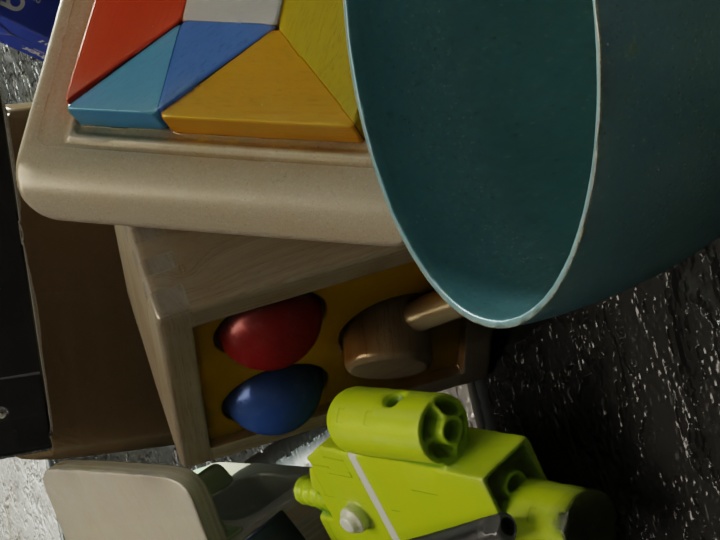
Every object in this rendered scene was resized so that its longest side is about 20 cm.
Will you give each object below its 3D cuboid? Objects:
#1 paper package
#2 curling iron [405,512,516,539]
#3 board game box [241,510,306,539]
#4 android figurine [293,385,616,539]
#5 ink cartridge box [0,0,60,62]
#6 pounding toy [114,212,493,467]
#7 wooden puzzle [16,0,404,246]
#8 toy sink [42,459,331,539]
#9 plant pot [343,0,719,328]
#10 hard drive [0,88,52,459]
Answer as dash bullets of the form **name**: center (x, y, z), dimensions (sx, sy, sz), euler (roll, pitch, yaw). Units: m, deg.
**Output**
- **paper package**: center (-0.100, -0.003, 1.188), dimensions (0.103, 0.199, 0.191), euler (180, 83, -68)
- **curling iron**: center (0.005, 0.145, 0.970), dimensions (0.200, 0.026, 0.050), euler (-37, 67, 43)
- **board game box**: center (-0.061, 0.220, 1.106), dimensions (0.136, 0.035, 0.200), euler (51, 132, 1)
- **android figurine**: center (0.045, 0.125, 0.987), dimensions (0.200, 0.041, 0.182), euler (6, 129, 50)
- **ink cartridge box**: center (-0.133, -0.206, 1.216), dimensions (0.200, 0.094, 0.044), euler (-69, 15, -16)
- **pounding toy**: center (0.000, 0.000, 0.997), dimensions (0.184, 0.199, 0.142), euler (90, 163, -62)
- **wooden puzzle**: center (-0.046, -0.115, 0.931), dimensions (0.037, 0.184, 0.201), euler (47, -129, -65)
- **toy sink**: center (-0.064, 0.171, 1.194), dimensions (0.130, 0.112, 0.200), euler (-3, 113, 47)
- **plant pot**: center (0.092, -0.089, 0.747), dimensions (0.200, 0.134, 0.201), euler (171, 90, -70)
- **hard drive**: center (-0.203, -0.006, 1.128), dimensions (0.140, 0.038, 0.201), euler (171, 89, -67)
